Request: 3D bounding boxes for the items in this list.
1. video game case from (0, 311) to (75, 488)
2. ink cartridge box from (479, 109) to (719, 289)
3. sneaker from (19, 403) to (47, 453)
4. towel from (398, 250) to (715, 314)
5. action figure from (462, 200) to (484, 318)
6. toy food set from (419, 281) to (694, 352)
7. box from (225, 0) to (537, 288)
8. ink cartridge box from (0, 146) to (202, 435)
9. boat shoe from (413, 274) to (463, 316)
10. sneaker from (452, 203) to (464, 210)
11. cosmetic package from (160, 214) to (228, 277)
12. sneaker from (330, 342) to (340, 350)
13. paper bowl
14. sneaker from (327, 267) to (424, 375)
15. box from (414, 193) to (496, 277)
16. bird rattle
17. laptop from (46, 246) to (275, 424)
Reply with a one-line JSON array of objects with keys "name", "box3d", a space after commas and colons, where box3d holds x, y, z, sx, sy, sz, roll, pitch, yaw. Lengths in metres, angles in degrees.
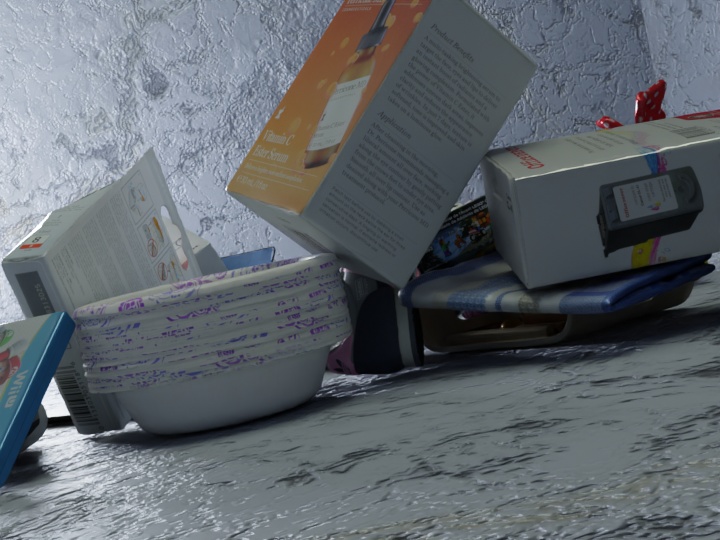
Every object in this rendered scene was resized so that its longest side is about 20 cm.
[{"name": "video game case", "box3d": [-0.303, 0.100, 0.933, 0.199, 0.018, 0.144, -11, 41, 26]}, {"name": "ink cartridge box", "box3d": [0.198, -0.057, 0.972, 0.198, 0.086, 0.148, -12, 12, -1]}, {"name": "sneaker", "box3d": [-0.286, 0.111, 1.046, 0.087, 0.075, 0.199, -7, -1, -36]}, {"name": "towel", "box3d": [0.141, 0.005, 0.989, 0.146, 0.024, 0.199, -18, 13, -42]}, {"name": "action figure", "box3d": [0.155, 0.010, 1.341, 0.199, 0.150, 0.134, -29, -36, 14]}, {"name": "toy food set", "box3d": [0.154, 0.020, 1.101, 0.143, 0.061, 0.199, -13, 2, -37]}, {"name": "box", "box3d": [0.012, -0.108, 1.028, 0.106, 0.201, 0.152, 35, -8, -27]}, {"name": "ink cartridge box", "box3d": [-0.201, 0.011, 1.100, 0.050, 0.163, 0.200, -9, 26, 21]}, {"name": "boat shoe", "box3d": [0.006, 0.042, 1.299, 0.199, 0.076, 0.060, -13, 10, 27]}, {"name": "sneaker", "box3d": [0.067, -0.046, 1.276, 0.071, 0.073, 0.200, -14, 3, -18]}, {"name": "cosmetic package", "box3d": [-0.220, 0.018, 1.278, 0.150, 0.052, 0.200, -36, 23, -14]}, {"name": "sneaker", "box3d": [-0.030, 0.047, 1.201, 0.074, 0.080, 0.200, -16, 3, -39]}, {"name": "paper bowl", "box3d": [-0.104, 0.056, 0.984, 0.199, 0.105, 0.201, -11, 2, 0]}, {"name": "sneaker", "box3d": [0.000, 0.000, 1.090, 0.081, 0.070, 0.201, -13, 45, 6]}, {"name": "box", "box3d": [0.112, -0.020, 1.159, 0.136, 0.038, 0.200, -25, -14, -1]}, {"name": "bird rattle", "box3d": [0.301, -0.076, 1.303, 0.112, 0.201, 0.163, -12, 26, 7]}, {"name": "laptop", "box3d": [-0.198, 0.061, 1.238, 0.186, 0.117, 0.199, -11, 2, 42]}]
